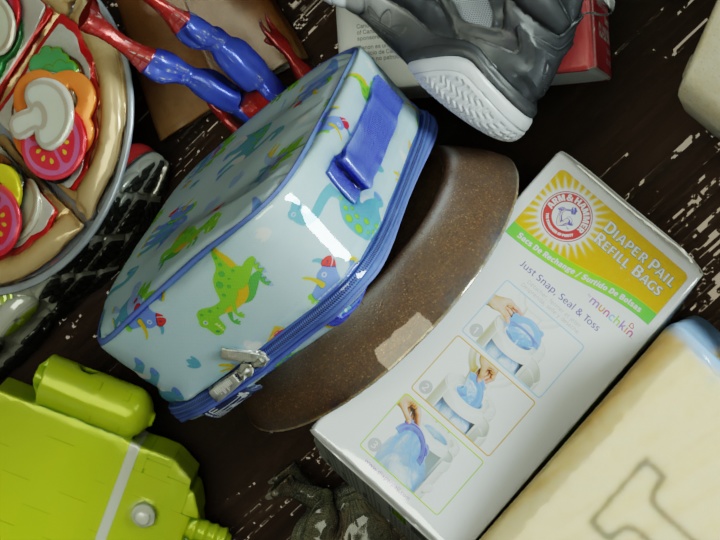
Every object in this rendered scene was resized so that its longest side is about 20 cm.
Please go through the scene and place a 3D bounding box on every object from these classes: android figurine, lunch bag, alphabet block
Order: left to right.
[{"bbox_3d":[-0.177,0.145,1.083,0.199,0.041,0.183,23,102,1],"label":"android figurine"},{"bbox_3d":[-0.043,-0.024,0.929,0.161,0.200,0.082,-38,106,28],"label":"lunch bag"},{"bbox_3d":[0.175,0.161,0.938,0.196,0.195,0.200,42,99,12],"label":"alphabet block"}]

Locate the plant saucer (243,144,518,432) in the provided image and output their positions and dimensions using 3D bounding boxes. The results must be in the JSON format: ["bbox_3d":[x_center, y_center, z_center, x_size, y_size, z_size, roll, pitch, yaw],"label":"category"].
[{"bbox_3d":[0.000,0.000,0.977,0.200,0.200,0.034,-41,110,11],"label":"plant saucer"}]

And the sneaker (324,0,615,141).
[{"bbox_3d":[0.038,-0.169,0.942,0.200,0.075,0.114,42,101,4],"label":"sneaker"}]

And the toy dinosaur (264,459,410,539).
[{"bbox_3d":[0.009,0.141,1.048,0.200,0.077,0.103,-35,92,-13],"label":"toy dinosaur"}]

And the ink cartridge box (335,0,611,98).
[{"bbox_3d":[0.060,-0.203,1.014,0.143,0.084,0.201,-3,91,15],"label":"ink cartridge box"}]

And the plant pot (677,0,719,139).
[{"bbox_3d":[0.265,-0.111,0.899,0.176,0.200,0.201,24,97,9],"label":"plant pot"}]

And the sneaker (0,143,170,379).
[{"bbox_3d":[-0.203,-0.015,1.090,0.200,0.077,0.085,-42,76,11],"label":"sneaker"}]

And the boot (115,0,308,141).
[{"bbox_3d":[-0.151,-0.175,1.093,0.187,0.068,0.201,-23,95,9],"label":"boot"}]

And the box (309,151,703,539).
[{"bbox_3d":[0.078,0.052,0.973,0.101,0.113,0.200,41,81,10],"label":"box"}]

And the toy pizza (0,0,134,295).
[{"bbox_3d":[-0.218,-0.086,1.055,0.199,0.032,0.202,-3,83,29],"label":"toy pizza"}]

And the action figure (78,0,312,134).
[{"bbox_3d":[-0.063,-0.103,1.026,0.200,0.052,0.065,37,115,-22],"label":"action figure"}]
